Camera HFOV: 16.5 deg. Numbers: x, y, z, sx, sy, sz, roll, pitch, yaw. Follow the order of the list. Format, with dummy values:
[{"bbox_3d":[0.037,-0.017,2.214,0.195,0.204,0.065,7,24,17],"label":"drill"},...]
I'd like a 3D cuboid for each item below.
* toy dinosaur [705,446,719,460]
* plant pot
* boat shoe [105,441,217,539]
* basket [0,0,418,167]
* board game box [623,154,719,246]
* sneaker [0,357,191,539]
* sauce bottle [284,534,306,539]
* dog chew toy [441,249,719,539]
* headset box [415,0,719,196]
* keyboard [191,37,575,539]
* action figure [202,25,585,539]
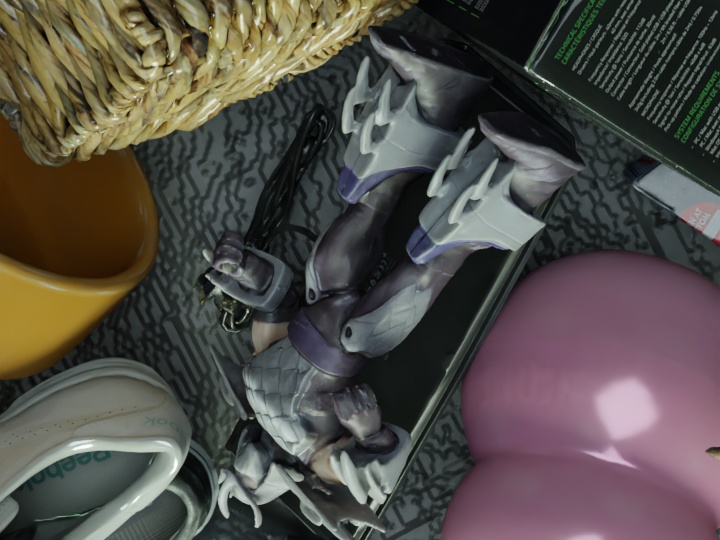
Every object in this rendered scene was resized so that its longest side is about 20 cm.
[{"bbox_3d":[0.198,0.024,0.882,0.085,0.200,0.136,28,96,30],"label":"toy dinosaur"},{"bbox_3d":[-0.209,-0.008,0.943,0.200,0.200,0.183,44,110,-2],"label":"plant pot"},{"bbox_3d":[-0.148,0.127,0.989,0.199,0.071,0.072,-36,93,2],"label":"boat shoe"},{"bbox_3d":[-0.083,-0.154,0.912,0.148,0.143,0.201,-25,86,-33],"label":"basket"},{"bbox_3d":[0.216,-0.030,0.979,0.199,0.062,0.201,-23,94,5],"label":"board game box"},{"bbox_3d":[-0.150,0.102,0.899,0.199,0.088,0.076,-35,107,-5],"label":"sneaker"},{"bbox_3d":[0.055,0.162,1.000,0.198,0.066,0.067,20,95,2],"label":"sauce bottle"},{"bbox_3d":[0.086,0.096,0.941,0.124,0.125,0.201,17,70,1],"label":"dog chew toy"},{"bbox_3d":[0.114,-0.140,0.911,0.092,0.200,0.175,31,96,-17],"label":"headset box"},{"bbox_3d":[0.000,0.000,0.973,0.127,0.021,0.201,41,116,26],"label":"keyboard"},{"bbox_3d":[-0.005,0.013,0.921,0.130,0.069,0.201,46,116,33],"label":"action figure"}]
